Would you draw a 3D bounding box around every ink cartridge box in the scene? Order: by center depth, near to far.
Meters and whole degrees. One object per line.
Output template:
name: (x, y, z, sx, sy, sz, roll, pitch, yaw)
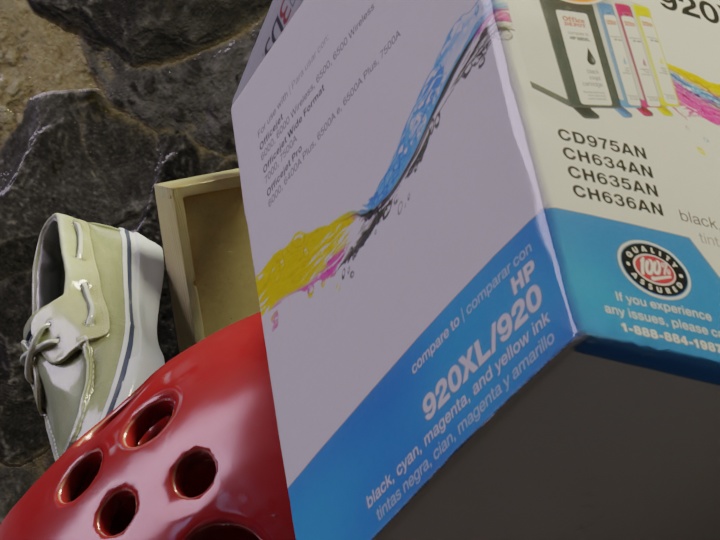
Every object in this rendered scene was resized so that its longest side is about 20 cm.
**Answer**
ink cartridge box: (0.065, -0.006, 0.836, 0.145, 0.147, 0.200, -50, 39, 39)

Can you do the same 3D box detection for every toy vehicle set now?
toy vehicle set: (0.000, 0.000, 1.413, 0.200, 0.124, 0.027, -11, 10, -23)

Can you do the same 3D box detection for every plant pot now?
plant pot: (0.001, 0.099, 0.980, 0.182, 0.200, 0.200, -45, 6, 12)

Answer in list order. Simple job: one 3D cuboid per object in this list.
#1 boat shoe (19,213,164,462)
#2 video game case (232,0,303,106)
boat shoe: (-0.135, 0.043, 1.336, 0.200, 0.062, 0.072, -96, 31, -59)
video game case: (0.003, -0.068, 1.259, 0.200, 0.022, 0.182, 66, 147, 35)
